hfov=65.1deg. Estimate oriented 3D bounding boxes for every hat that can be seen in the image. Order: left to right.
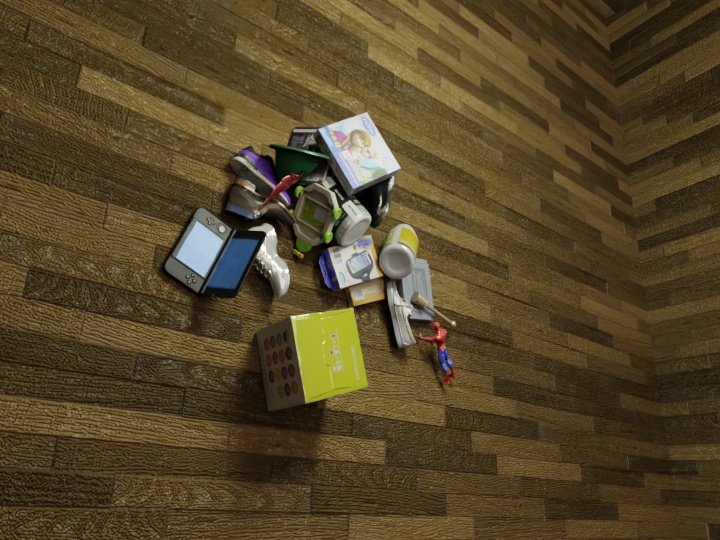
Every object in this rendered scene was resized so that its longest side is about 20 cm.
[{"bbox_3d":[-0.190,-0.238,1.537,0.194,0.164,0.183,7,96,-28],"label":"hat"}]

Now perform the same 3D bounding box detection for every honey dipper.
[{"bbox_3d":[0.242,0.133,1.813,0.198,0.037,0.039,36,56,-27],"label":"honey dipper"}]

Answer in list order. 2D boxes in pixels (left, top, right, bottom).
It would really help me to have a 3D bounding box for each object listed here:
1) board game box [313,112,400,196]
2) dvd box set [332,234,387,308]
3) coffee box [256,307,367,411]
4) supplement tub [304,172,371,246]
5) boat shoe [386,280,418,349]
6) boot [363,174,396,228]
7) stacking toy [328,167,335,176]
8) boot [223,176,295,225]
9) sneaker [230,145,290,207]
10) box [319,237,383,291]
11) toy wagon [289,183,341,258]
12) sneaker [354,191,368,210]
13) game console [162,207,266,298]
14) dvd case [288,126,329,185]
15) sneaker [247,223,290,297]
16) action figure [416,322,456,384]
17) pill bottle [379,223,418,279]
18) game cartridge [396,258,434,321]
[{"bbox_3d":[-0.008,-0.339,1.624,0.196,0.041,0.204,-28,83,-35],"label":"board game box"},{"bbox_3d":[0.000,0.000,1.706,0.143,0.029,0.207,-11,82,-41],"label":"dvd box set"},{"bbox_3d":[-0.124,0.223,1.421,0.195,0.195,0.207,-4,77,-39],"label":"coffee box"},{"bbox_3d":[-0.070,-0.182,1.619,0.121,0.124,0.201,-25,67,-40],"label":"supplement tub"},{"bbox_3d":[0.135,0.129,1.722,0.075,0.083,0.210,34,43,-80],"label":"boat shoe"},{"bbox_3d":[0.013,-0.243,1.669,0.154,0.079,0.217,25,58,-20],"label":"boot"},{"bbox_3d":[-0.086,-0.288,1.712,0.084,0.084,0.207,-24,98,-41],"label":"stacking toy"},{"bbox_3d":[-0.273,-0.154,1.518,0.197,0.074,0.099,32,68,-16],"label":"boot"},{"bbox_3d":[-0.257,-0.265,1.560,0.200,0.069,0.101,44,50,-20],"label":"sneaker"},{"bbox_3d":[-0.029,-0.017,1.643,0.196,0.041,0.123,-15,84,-42],"label":"box"},{"bbox_3d":[-0.137,-0.134,1.569,0.039,0.153,0.206,-6,121,-59],"label":"toy wagon"},{"bbox_3d":[0.004,-0.218,1.746,0.122,0.082,0.202,50,43,-21],"label":"sneaker"},{"bbox_3d":[-0.353,-0.049,1.377,0.171,0.117,0.205,37,55,-23],"label":"game console"},{"bbox_3d":[-0.151,-0.334,1.636,0.016,0.143,0.206,64,35,-58],"label":"dvd case"},{"bbox_3d":[-0.249,-0.022,1.483,0.086,0.074,0.206,-12,75,-47],"label":"sneaker"},{"bbox_3d":[0.241,0.256,1.805,0.065,0.097,0.207,-31,117,-43],"label":"action figure"},{"bbox_3d":[0.123,-0.067,1.745,0.113,0.111,0.201,49,26,-14],"label":"pill bottle"},{"bbox_3d":[0.176,0.061,1.828,0.130,0.040,0.208,9,69,-40],"label":"game cartridge"}]
